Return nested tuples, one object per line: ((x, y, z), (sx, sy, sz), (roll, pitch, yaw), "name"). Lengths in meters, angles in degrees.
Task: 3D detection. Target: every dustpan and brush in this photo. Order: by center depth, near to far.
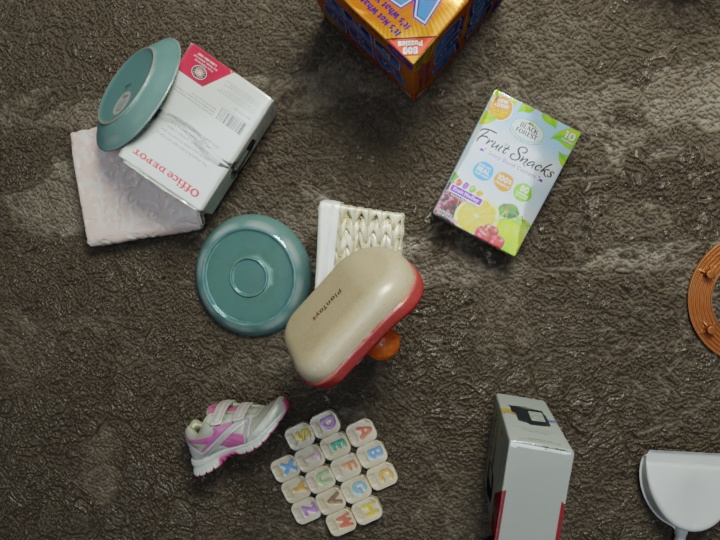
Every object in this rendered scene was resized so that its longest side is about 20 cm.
((0.499, 0.374, 0.834), (0.137, 0.057, 0.203), (1, 88, 7), "dustpan and brush")

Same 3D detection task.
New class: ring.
((0.593, 0.042, 0.806), (0.197, 0.019, 0.204), (1, 96, 6), "ring")

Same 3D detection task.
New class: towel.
((-0.365, -0.147, 0.886), (0.197, 0.032, 0.194), (-9, 93, 6), "towel")

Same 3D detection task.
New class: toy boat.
((0.005, 0.071, 0.706), (0.200, 0.131, 0.130), (-46, 125, 6), "toy boat")

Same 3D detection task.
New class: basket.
((0.000, 0.000, 0.808), (0.121, 0.136, 0.203), (4, 96, 3), "basket")

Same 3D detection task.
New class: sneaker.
((-0.207, 0.251, 0.879), (0.198, 0.081, 0.089), (-30, 93, 7), "sneaker")

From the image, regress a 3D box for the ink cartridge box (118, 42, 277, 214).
((-0.241, -0.207, 0.822), (0.144, 0.083, 0.201), (34, 90, -5), "ink cartridge box")

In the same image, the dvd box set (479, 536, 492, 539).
((0.208, 0.547, 0.884), (0.145, 0.029, 0.202), (-21, 92, 7), "dvd box set")

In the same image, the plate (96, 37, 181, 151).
((-0.343, -0.271, 0.813), (0.198, 0.026, 0.203), (-19, 56, 30), "plate")

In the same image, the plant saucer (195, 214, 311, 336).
((-0.179, 0.010, 0.882), (0.197, 0.027, 0.203), (1, 96, 6), "plant saucer")

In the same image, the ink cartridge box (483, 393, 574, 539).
((0.231, 0.281, 0.775), (0.082, 0.200, 0.148), (8, 95, 8), "ink cartridge box")

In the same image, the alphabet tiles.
((-0.045, 0.337, 0.902), (0.194, 0.015, 0.202), (-26, 91, 7), "alphabet tiles")

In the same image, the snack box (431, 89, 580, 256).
((0.213, -0.143, 0.813), (0.141, 0.053, 0.202), (28, 97, 2), "snack box")

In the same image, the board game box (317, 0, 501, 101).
((0.068, -0.394, 0.733), (0.200, 0.200, 0.200), (43, 98, 1), "board game box")
